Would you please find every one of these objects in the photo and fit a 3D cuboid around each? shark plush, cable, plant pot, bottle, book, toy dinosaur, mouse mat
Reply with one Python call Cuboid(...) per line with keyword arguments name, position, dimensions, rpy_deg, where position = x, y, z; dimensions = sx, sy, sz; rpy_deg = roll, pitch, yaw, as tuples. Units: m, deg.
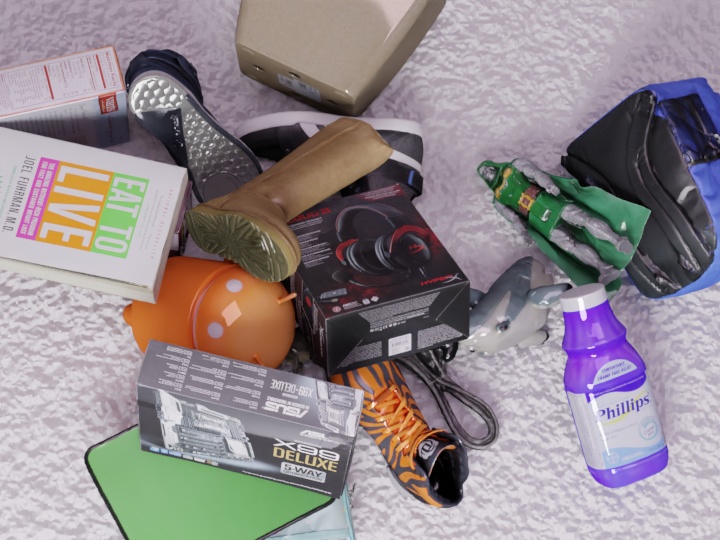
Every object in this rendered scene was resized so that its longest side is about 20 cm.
Cuboid(name="shark plush", position=(0.122, 0.049, 1.675), dimensions=(0.200, 0.091, 0.083), rpy_deg=(-28, 63, -22))
Cuboid(name="cable", position=(0.071, 0.095, 1.673), dimensions=(0.097, 0.050, 0.200), rpy_deg=(-20, 75, -10))
Cuboid(name="plant pot", position=(-0.032, -0.269, 1.708), dimensions=(0.200, 0.200, 0.177), rpy_deg=(26, 82, 2))
Cuboid(name="bottle", position=(0.247, 0.114, 1.644), dimensions=(0.083, 0.065, 0.200), rpy_deg=(-19, 100, -14))
Cuboid(name="book", position=(-0.278, -0.056, 1.572), dimensions=(0.200, 0.048, 0.134), rpy_deg=(12, 69, 2))
Cuboid(name="toy dinosaur", position=(-0.025, 0.076, 1.648), dimensions=(0.200, 0.047, 0.088), rpy_deg=(-32, 68, -3))
Cuboid(name="mouse mat", position=(-0.142, 0.194, 1.558), dimensions=(0.200, 0.008, 0.161), rpy_deg=(-26, 68, -16))

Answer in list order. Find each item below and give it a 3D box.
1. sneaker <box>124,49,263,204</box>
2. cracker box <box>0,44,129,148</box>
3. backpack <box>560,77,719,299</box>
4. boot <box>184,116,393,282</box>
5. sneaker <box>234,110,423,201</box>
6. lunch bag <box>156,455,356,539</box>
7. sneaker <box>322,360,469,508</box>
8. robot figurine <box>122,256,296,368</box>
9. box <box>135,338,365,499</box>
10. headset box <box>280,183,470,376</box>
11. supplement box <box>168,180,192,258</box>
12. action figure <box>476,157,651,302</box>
Cuboid(name="sneaker", position=(-0.170, -0.142, 1.701), dimensions=(0.077, 0.146, 0.202), rpy_deg=(-35, 115, 2))
Cuboid(name="cracker box", position=(-0.337, -0.157, 1.662), dimensions=(0.200, 0.134, 0.058), rpy_deg=(-13, 74, -11))
Cuboid(name="backpack", position=(0.340, -0.082, 1.700), dimensions=(0.168, 0.163, 0.200), rpy_deg=(-12, 72, -30))
Cuboid(name="boot", position=(-0.049, -0.077, 1.573), dimensions=(0.200, 0.175, 0.066), rpy_deg=(-32, 124, -26))
Cuboid(name="sneaker", position=(-0.031, -0.102, 1.711), dimensions=(0.200, 0.073, 0.112), rpy_deg=(0, 74, -7))
Cuboid(name="lunch bag", position=(-0.102, 0.235, 1.598), dimensions=(0.200, 0.077, 0.161), rpy_deg=(-8, 74, -7))
Cuboid(name="sneaker", position=(0.045, 0.146, 1.586), dimensions=(0.078, 0.112, 0.200), rpy_deg=(-41, 109, -16))
Cuboid(name="robot figurine", position=(-0.143, 0.045, 1.597), dimensions=(0.144, 0.200, 0.117), rpy_deg=(-27, 114, -39))
Cuboid(name="box", position=(-0.101, 0.137, 1.499), dimensions=(0.200, 0.158, 0.050), rpy_deg=(14, 62, 1))
Cuboid(name="headset box", position=(0.000, 0.000, 1.604), dimensions=(0.149, 0.075, 0.200), rpy_deg=(-14, 39, -16))
Cuboid(name="supplement box", position=(-0.272, -0.068, 1.656), dimensions=(0.200, 0.109, 0.061), rpy_deg=(12, 72, -1))
Cuboid(name="action figure", position=(0.196, -0.060, 1.705), dimensions=(0.200, 0.055, 0.118), rpy_deg=(38, 113, 33))
